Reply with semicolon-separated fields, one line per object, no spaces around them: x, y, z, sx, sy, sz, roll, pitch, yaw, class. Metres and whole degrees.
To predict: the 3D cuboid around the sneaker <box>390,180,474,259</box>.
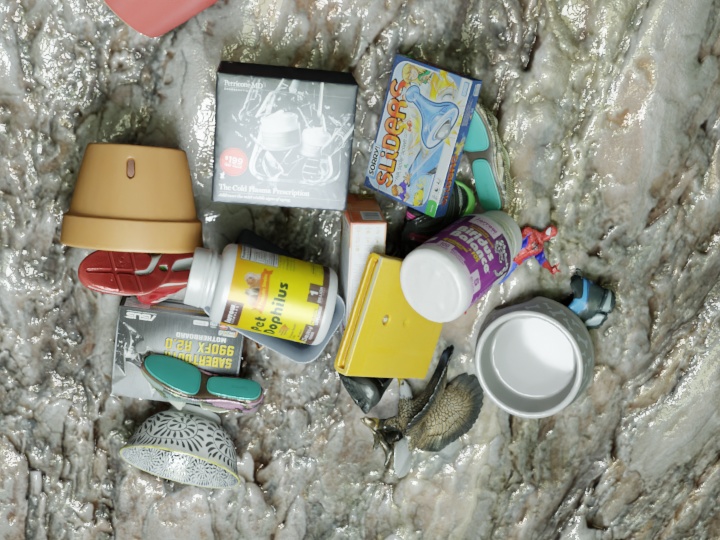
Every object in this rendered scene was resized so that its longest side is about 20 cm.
0.088;-0.062;1.346;0.083;0.077;0.201;38;93;-27;sneaker

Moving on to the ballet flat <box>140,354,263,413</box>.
-0.251;0.190;1.369;0.197;0.070;0.072;15;130;-13;ballet flat

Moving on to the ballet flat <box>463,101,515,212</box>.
0.188;-0.185;1.315;0.075;0.067;0.202;-45;123;-36;ballet flat

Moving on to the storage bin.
-0.135;0.034;1.328;0.198;0.135;0.147;30;106;-16;storage bin

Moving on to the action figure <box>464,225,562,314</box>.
0.235;0.000;1.379;0.199;0.099;0.065;-38;112;7;action figure

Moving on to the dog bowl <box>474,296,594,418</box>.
0.275;0.145;1.413;0.197;0.059;0.204;5;104;20;dog bowl

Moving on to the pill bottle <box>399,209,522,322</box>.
0.154;-0.015;1.268;0.111;0.199;0.114;20;125;31;pill bottle

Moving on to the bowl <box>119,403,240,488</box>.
-0.279;0.275;1.413;0.197;0.096;0.202;10;153;5;bowl

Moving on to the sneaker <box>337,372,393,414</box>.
0.017;0.166;1.376;0.090;0.200;0.077;-34;93;-2;sneaker

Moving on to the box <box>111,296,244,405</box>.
-0.290;0.130;1.396;0.196;0.048;0.161;9;110;-10;box

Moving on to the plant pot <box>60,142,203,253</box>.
-0.318;-0.104;1.234;0.196;0.200;0.143;3;94;-8;plant pot

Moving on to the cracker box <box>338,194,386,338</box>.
0.000;0.000;1.329;0.057;0.134;0.203;1;113;-8;cracker box

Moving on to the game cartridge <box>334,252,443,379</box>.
0.057;0.072;1.301;0.199;0.032;0.179;11;99;-51;game cartridge

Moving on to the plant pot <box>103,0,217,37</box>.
-0.246;-0.410;1.115;0.176;0.201;0.201;-34;112;19;plant pot

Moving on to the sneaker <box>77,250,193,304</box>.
-0.334;0.022;1.290;0.198;0.079;0.115;1;153;-41;sneaker

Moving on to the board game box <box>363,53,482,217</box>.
0.088;-0.196;1.271;0.134;0.034;0.203;26;113;30;board game box

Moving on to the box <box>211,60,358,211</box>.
-0.112;-0.193;1.255;0.196;0.104;0.185;3;110;-8;box

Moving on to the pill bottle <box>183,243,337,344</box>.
-0.137;0.029;1.194;0.197;0.110;0.111;13;110;-11;pill bottle

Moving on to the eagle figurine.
0.104;0.229;1.440;0.198;0.152;0.153;-27;92;10;eagle figurine

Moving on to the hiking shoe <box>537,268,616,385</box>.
0.336;0.099;1.451;0.086;0.074;0.202;32;103;3;hiking shoe
